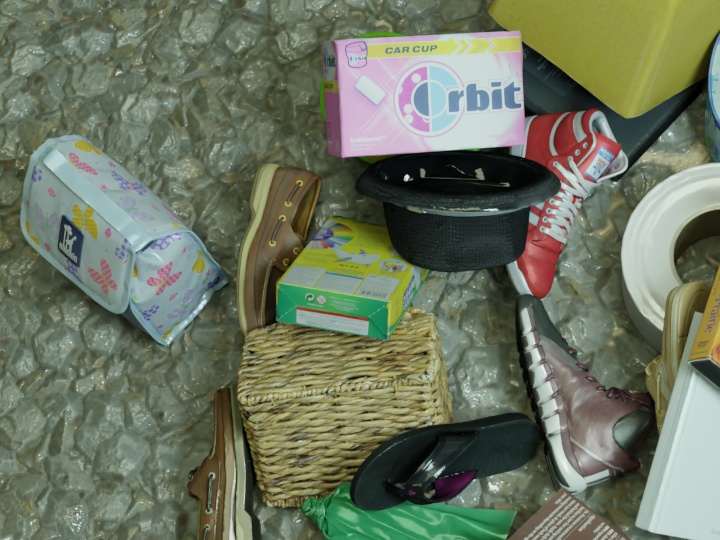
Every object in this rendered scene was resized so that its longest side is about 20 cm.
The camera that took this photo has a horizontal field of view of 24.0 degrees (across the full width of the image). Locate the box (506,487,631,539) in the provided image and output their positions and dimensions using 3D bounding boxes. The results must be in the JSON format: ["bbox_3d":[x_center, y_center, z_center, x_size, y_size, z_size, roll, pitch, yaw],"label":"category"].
[{"bbox_3d":[0.225,0.300,1.535,0.200,0.075,0.100,36,49,22],"label":"box"}]

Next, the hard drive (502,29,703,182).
[{"bbox_3d":[0.238,-0.203,1.773,0.200,0.033,0.140,40,80,21],"label":"hard drive"}]

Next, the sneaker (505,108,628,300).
[{"bbox_3d":[0.205,-0.070,1.682,0.112,0.071,0.200,-10,68,36],"label":"sneaker"}]

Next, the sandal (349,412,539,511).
[{"bbox_3d":[0.085,0.181,1.587,0.200,0.075,0.048,-15,31,-22],"label":"sandal"}]

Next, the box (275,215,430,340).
[{"bbox_3d":[0.000,0.000,1.679,0.117,0.048,0.200,10,27,14],"label":"box"}]

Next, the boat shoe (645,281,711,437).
[{"bbox_3d":[0.298,0.105,1.575,0.074,0.069,0.200,-16,106,-35],"label":"boat shoe"}]

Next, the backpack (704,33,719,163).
[{"bbox_3d":[0.443,-0.178,1.667,0.200,0.147,0.183,8,67,16],"label":"backpack"}]

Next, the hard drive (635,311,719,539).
[{"bbox_3d":[0.330,0.148,1.543,0.026,0.132,0.200,16,91,57],"label":"hard drive"}]

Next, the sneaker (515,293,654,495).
[{"bbox_3d":[0.221,0.110,1.637,0.115,0.076,0.200,-13,77,-1],"label":"sneaker"}]

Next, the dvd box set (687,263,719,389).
[{"bbox_3d":[0.379,0.035,1.528,0.146,0.029,0.200,38,61,-24],"label":"dvd box set"}]

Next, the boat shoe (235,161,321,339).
[{"bbox_3d":[-0.083,-0.019,1.734,0.068,0.072,0.200,3,67,13],"label":"boat shoe"}]

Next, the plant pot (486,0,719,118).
[{"bbox_3d":[0.280,-0.309,1.679,0.196,0.200,0.194,40,46,22],"label":"plant pot"}]

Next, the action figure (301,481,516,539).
[{"bbox_3d":[0.037,0.254,1.613,0.200,0.055,0.118,18,74,12],"label":"action figure"}]

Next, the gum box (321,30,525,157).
[{"bbox_3d":[0.068,-0.175,1.670,0.200,0.066,0.114,-5,98,-13],"label":"gum box"}]

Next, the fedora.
[{"bbox_3d":[0.095,-0.053,1.641,0.201,0.201,0.092,2,110,10],"label":"fedora"}]

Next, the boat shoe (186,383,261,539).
[{"bbox_3d":[-0.138,0.208,1.651,0.068,0.072,0.200,-7,67,6],"label":"boat shoe"}]

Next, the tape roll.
[{"bbox_3d":[0.356,-0.003,1.653,0.202,0.071,0.202,-4,67,9],"label":"tape roll"}]

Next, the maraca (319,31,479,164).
[{"bbox_3d":[0.051,-0.165,1.752,0.200,0.107,0.137,32,97,11],"label":"maraca"}]

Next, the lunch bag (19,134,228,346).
[{"bbox_3d":[-0.247,-0.034,1.698,0.170,0.200,0.127,40,79,21],"label":"lunch bag"}]

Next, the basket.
[{"bbox_3d":[-0.012,0.130,1.667,0.200,0.149,0.143,-8,34,6],"label":"basket"}]
